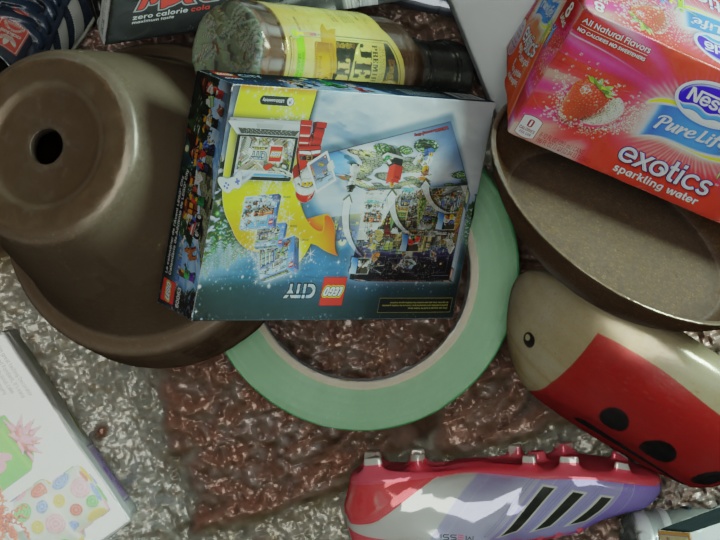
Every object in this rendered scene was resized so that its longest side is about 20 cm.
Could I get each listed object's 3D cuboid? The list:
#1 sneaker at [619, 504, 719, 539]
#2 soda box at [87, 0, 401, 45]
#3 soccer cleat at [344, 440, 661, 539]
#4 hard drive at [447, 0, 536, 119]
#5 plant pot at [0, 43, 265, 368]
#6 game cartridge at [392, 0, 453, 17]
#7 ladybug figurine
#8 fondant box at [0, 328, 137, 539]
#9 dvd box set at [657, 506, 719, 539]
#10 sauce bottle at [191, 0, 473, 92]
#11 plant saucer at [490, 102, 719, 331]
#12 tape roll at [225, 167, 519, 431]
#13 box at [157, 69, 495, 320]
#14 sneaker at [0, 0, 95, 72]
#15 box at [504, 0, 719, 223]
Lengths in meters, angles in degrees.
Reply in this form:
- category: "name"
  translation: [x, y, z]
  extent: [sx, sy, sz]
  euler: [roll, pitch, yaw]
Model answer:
- category: "sneaker"
  translation: [0.225, 0.242, 1.462]
  extent: [0.081, 0.075, 0.201]
  euler: [-13, 94, -7]
- category: "soda box"
  translation: [-0.065, -0.192, 1.391]
  extent: [0.199, 0.071, 0.064]
  euler: [-11, 57, -19]
- category: "soccer cleat"
  translation: [0.089, 0.150, 1.468]
  extent: [0.198, 0.067, 0.077]
  euler: [-1, 96, 2]
- category: "hard drive"
  translation: [0.122, -0.176, 1.454]
  extent: [0.131, 0.025, 0.201]
  euler: [-24, 108, -3]
- category: "plant pot"
  translation: [-0.148, -0.051, 1.382]
  extent: [0.199, 0.175, 0.202]
  euler: [-4, 79, 19]
- category: "game cartridge"
  translation: [0.019, -0.242, 1.481]
  extent: [0.199, 0.041, 0.134]
  euler: [24, 86, 0]
- category: "ladybug figurine"
  translation: [0.171, 0.073, 1.428]
  extent: [0.199, 0.136, 0.072]
  euler: [31, 81, -7]
- category: "fondant box"
  translation: [-0.262, 0.152, 1.469]
  extent: [0.199, 0.058, 0.145]
  euler: [-35, 90, 1]
- category: "dvd box set"
  translation: [0.248, 0.240, 1.432]
  extent: [0.146, 0.029, 0.202]
  euler: [-11, 97, -43]
- category: "sauce bottle"
  translation: [-0.010, -0.127, 1.412]
  extent: [0.064, 0.199, 0.065]
  euler: [2, 93, 45]
- category: "plant saucer"
  translation: [0.159, -0.029, 1.399]
  extent: [0.200, 0.201, 0.037]
  euler: [32, 124, 0]
- category: "tape roll"
  translation: [0.000, 0.000, 1.474]
  extent: [0.199, 0.048, 0.202]
  euler: [0, 90, 0]
- category: "box"
  translation: [-0.017, -0.041, 1.360]
  extent: [0.199, 0.038, 0.138]
  euler: [1, 106, -40]
- category: "sneaker"
  translation: [-0.212, -0.153, 1.455]
  extent: [0.075, 0.085, 0.201]
  euler: [23, 90, 0]
- category: "box"
  translation: [0.195, -0.108, 1.405]
  extent: [0.199, 0.096, 0.100]
  euler: [23, 125, -14]
